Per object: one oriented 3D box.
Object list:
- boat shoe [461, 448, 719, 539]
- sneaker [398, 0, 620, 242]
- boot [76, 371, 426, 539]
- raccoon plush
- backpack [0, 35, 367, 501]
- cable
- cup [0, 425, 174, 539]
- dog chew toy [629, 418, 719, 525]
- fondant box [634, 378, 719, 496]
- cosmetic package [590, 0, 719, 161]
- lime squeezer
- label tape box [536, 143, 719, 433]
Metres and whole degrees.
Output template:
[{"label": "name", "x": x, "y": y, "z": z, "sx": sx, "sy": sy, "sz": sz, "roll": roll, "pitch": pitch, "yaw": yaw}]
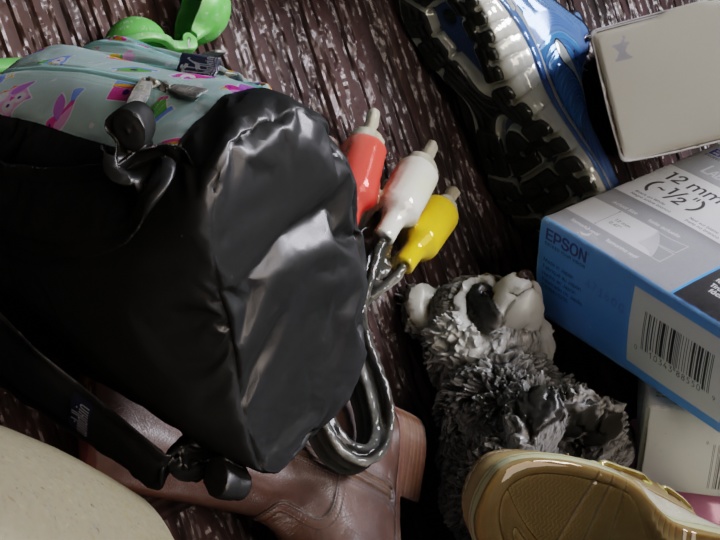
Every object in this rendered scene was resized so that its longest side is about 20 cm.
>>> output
[{"label": "boat shoe", "x": 0.113, "y": 0.128, "z": 0.884, "sx": 0.200, "sy": 0.066, "sz": 0.074, "roll": 28, "pitch": 92, "yaw": -37}, {"label": "sneaker", "x": 0.105, "y": -0.100, "z": 1.017, "sx": 0.089, "sy": 0.078, "sz": 0.200, "roll": -38, "pitch": 107, "yaw": -35}, {"label": "boot", "x": -0.058, "y": 0.117, "z": 0.849, "sx": 0.200, "sy": 0.064, "sz": 0.187, "roll": 27, "pitch": 53, "yaw": -38}, {"label": "raccoon plush", "x": 0.046, "y": 0.094, "z": 0.955, "sx": 0.200, "sy": 0.134, "sz": 0.097, "roll": -53, "pitch": 138, "yaw": 2}, {"label": "backpack", "x": -0.093, "y": -0.017, "z": 0.759, "sx": 0.126, "sy": 0.200, "sz": 0.168, "roll": -27, "pitch": 124, "yaw": -39}, {"label": "cable", "x": 0.000, "y": 0.000, "z": 0.900, "sx": 0.097, "sy": 0.050, "sz": 0.200, "roll": 40, "pitch": 39, "yaw": -25}, {"label": "cup", "x": -0.147, "y": 0.138, "z": 0.679, "sx": 0.143, "sy": 0.200, "sz": 0.201, "roll": -1, "pitch": 84, "yaw": -40}, {"label": "dog chew toy", "x": 0.183, "y": 0.129, "z": 1.024, "sx": 0.199, "sy": 0.124, "sz": 0.125, "roll": -7, "pitch": 87, "yaw": -33}, {"label": "fondant box", "x": 0.226, "y": 0.043, "z": 1.004, "sx": 0.200, "sy": 0.144, "sz": 0.058, "roll": -74, "pitch": 168, "yaw": -55}, {"label": "cosmetic package", "x": 0.186, "y": -0.105, "z": 1.006, "sx": 0.200, "sy": 0.105, "sz": 0.071, "roll": -23, "pitch": 100, "yaw": -78}, {"label": "lime squeezer", "x": -0.103, "y": -0.126, "z": 0.870, "sx": 0.200, "sy": 0.038, "sz": 0.071, "roll": -47, "pitch": 113, "yaw": -34}, {"label": "label tape box", "x": 0.212, "y": -0.006, "z": 0.966, "sx": 0.200, "sy": 0.143, "sz": 0.066, "roll": -24, "pitch": 130, "yaw": -30}]
